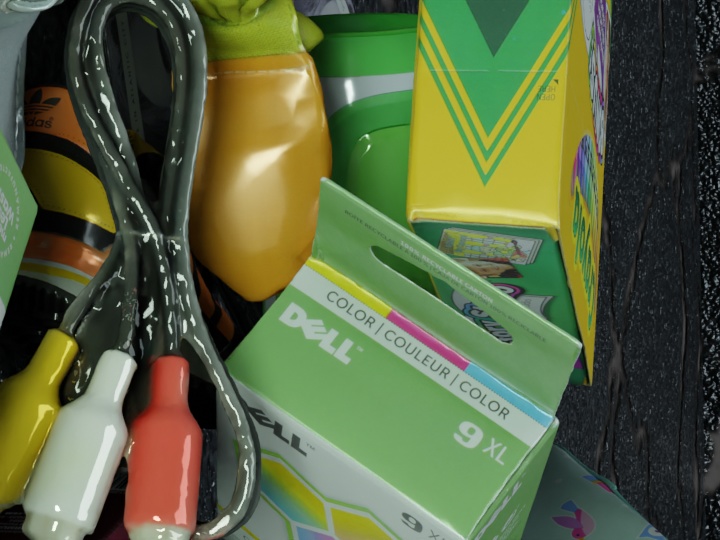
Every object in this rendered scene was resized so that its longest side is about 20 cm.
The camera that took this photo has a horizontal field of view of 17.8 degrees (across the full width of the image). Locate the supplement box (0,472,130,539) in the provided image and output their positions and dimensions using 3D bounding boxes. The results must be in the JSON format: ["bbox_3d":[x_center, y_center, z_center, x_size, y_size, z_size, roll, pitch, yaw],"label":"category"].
[{"bbox_3d":[-0.111,0.142,0.740,0.200,0.060,0.110,-45,133,-68],"label":"supplement box"}]

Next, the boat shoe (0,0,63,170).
[{"bbox_3d":[-0.117,-0.105,0.687,0.070,0.071,0.202,-61,149,-61],"label":"boat shoe"}]

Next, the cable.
[{"bbox_3d":[-0.065,0.006,0.717,0.050,0.096,0.202,149,-46,-81],"label":"cable"}]

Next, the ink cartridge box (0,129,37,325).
[{"bbox_3d":[-0.150,0.027,0.579,0.117,0.067,0.201,72,24,-51],"label":"ink cartridge box"}]

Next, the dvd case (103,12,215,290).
[{"bbox_3d":[-0.070,-0.069,0.973,0.200,0.016,0.150,-59,147,-62],"label":"dvd case"}]

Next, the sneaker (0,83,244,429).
[{"bbox_3d":[-0.078,0.000,0.836,0.200,0.069,0.091,44,50,-65],"label":"sneaker"}]

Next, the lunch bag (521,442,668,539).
[{"bbox_3d":[0.057,0.157,1.108,0.200,0.159,0.078,-141,-143,-61],"label":"lunch bag"}]

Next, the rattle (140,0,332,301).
[{"bbox_3d":[-0.045,-0.102,0.852,0.200,0.130,0.144,43,-24,61],"label":"rattle"}]

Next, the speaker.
[{"bbox_3d":[0.000,0.000,0.931,0.088,0.088,0.202,-40,130,-71],"label":"speaker"}]

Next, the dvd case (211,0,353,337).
[{"bbox_3d":[-0.039,-0.080,0.998,0.149,0.016,0.201,69,26,-54],"label":"dvd case"}]

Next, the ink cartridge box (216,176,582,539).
[{"bbox_3d":[0.006,0.063,0.800,0.059,0.104,0.200,-50,165,-25],"label":"ink cartridge box"}]

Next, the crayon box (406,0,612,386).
[{"bbox_3d":[0.062,-0.066,0.867,0.200,0.058,0.174,63,29,-70],"label":"crayon box"}]
